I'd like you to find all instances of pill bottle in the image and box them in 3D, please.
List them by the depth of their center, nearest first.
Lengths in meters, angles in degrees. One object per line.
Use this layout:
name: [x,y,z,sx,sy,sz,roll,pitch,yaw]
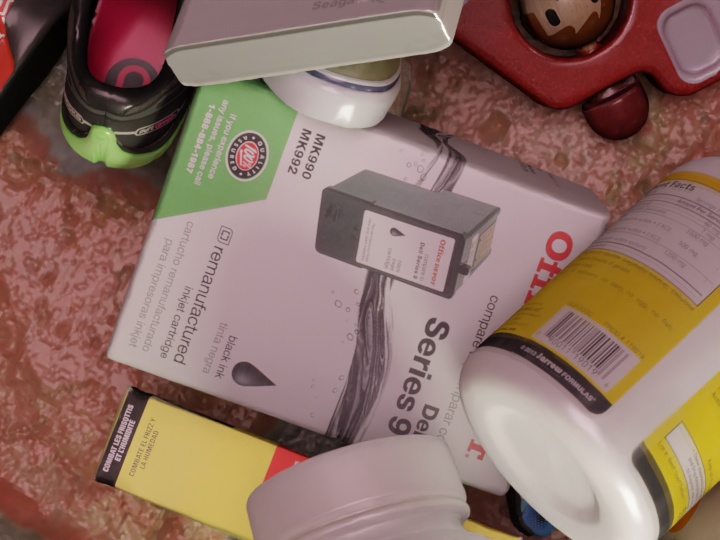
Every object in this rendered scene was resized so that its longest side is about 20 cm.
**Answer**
pill bottle: [0.022,0.180,0.878,0.113,0.113,0.201,-17,69,-1]
pill bottle: [0.147,0.022,0.902,0.200,0.112,0.112,-40,83,-18]

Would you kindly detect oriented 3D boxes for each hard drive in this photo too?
hard drive: [-0.002,-0.170,0.934,0.131,0.026,0.201,-6,47,26]

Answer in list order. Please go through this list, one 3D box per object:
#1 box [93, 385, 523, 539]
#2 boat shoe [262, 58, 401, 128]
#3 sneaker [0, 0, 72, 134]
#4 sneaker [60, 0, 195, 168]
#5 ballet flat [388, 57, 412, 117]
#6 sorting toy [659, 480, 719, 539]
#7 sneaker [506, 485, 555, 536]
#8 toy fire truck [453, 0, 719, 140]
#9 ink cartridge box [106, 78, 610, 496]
box: [-0.024,0.115,0.990,0.199,0.075,0.050,21,83,6]
boat shoe: [-0.012,-0.135,0.968,0.072,0.200,0.062,16,120,-13]
sneaker: [-0.240,-0.083,1.029,0.108,0.067,0.202,35,81,7]
sneaker: [-0.090,-0.147,0.960,0.076,0.084,0.201,10,75,-4]
ballet flat: [-0.064,-0.126,1.041,0.199,0.068,0.062,32,56,2]
sorting toy: [0.177,0.183,0.900,0.106,0.180,0.201,-24,101,8]
sneaker: [0.155,0.064,0.991,0.200,0.078,0.090,-40,87,-3]
toy fire truck: [0.132,-0.159,1.015,0.199,0.112,0.168,-29,101,-1]
ink cartridge box: [0.000,0.000,0.973,0.199,0.084,0.147,19,99,-4]
